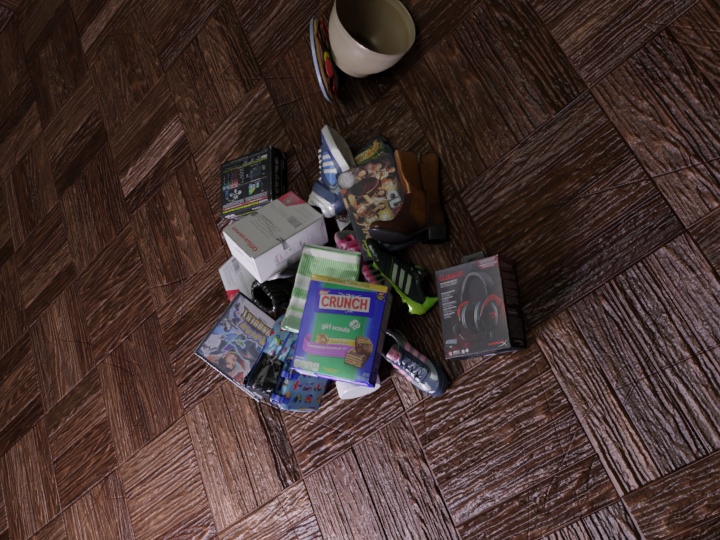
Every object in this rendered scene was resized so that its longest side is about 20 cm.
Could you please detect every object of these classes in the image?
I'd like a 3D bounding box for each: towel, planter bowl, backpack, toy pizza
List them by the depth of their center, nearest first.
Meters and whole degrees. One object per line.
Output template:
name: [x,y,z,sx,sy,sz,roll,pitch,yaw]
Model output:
towel: [-0.083,0.045,1.549,0.151,0.023,0.202,9,74,21]
backpack: [-0.144,0.204,1.614,0.134,0.182,0.202,21,87,34]
planter bowl: [0.009,-0.533,1.627,0.135,0.198,0.202,-44,54,55]
toy pizza: [-0.079,-0.502,1.684,0.031,0.200,0.203,-9,75,10]

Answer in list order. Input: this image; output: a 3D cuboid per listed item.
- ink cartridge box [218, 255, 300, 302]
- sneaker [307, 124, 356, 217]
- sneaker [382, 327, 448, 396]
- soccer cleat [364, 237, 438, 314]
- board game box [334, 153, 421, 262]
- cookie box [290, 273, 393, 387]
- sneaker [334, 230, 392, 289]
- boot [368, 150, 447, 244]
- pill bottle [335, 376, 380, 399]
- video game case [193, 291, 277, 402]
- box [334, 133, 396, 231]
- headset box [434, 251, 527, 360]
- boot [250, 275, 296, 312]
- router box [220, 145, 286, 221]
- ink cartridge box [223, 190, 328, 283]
ink cartridge box: [-0.249,0.002,1.786,0.200,0.083,0.145,-40,59,26]
sneaker: [-0.083,-0.221,1.646,0.146,0.080,0.201,-35,68,22]
sneaker: [0.095,0.192,1.482,0.200,0.082,0.071,39,104,36]
soccer cleat: [0.087,0.002,1.495,0.081,0.068,0.201,-37,97,14]
board game box: [0.039,-0.136,1.547,0.134,0.035,0.202,-20,85,6]
cookie box: [-0.036,0.123,1.461,0.169,0.075,0.202,9,75,12]
sneaker: [0.000,0.000,1.610,0.200,0.078,0.096,52,134,33]
boot: [0.095,-0.160,1.486,0.068,0.186,0.203,144,123,-67]
pill bottle: [-0.027,0.171,1.563,0.113,0.113,0.202,-31,65,30]
video game case: [-0.266,0.183,1.697,0.199,0.025,0.181,38,89,-6]
box: [0.008,-0.200,1.648,0.200,0.038,0.138,-39,60,27]
headset box: [0.234,0.066,1.400,0.148,0.075,0.203,-15,73,36]
boot: [-0.137,0.052,1.627,0.210,0.157,0.081,0,94,46]
router box: [-0.283,-0.225,1.866,0.198,0.062,0.152,-11,75,36]
ink cartridge box: [-0.197,-0.082,1.655,0.199,0.083,0.146,-32,48,-21]
